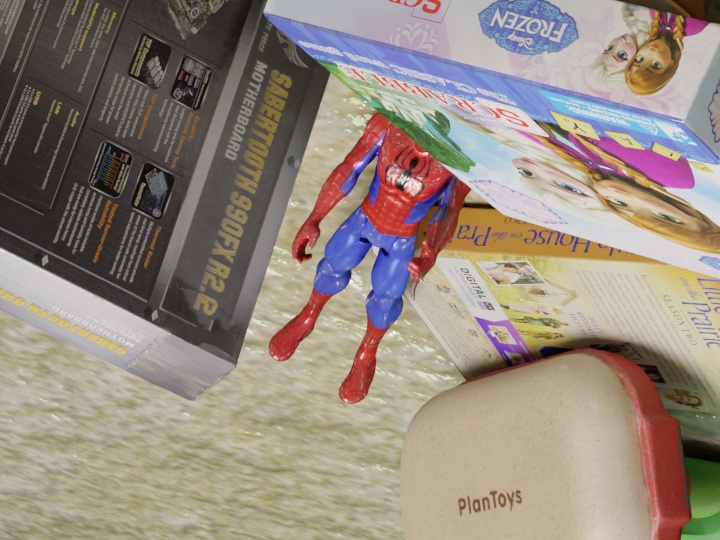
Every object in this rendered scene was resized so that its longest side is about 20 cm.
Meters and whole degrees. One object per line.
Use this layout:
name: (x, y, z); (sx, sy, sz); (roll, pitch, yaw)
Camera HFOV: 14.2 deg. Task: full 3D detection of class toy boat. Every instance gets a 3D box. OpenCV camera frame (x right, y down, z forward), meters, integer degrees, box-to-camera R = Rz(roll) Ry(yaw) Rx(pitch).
toy boat: (0.111, 0.113, 1.458); (0.130, 0.131, 0.200); (-1, 170, -35)

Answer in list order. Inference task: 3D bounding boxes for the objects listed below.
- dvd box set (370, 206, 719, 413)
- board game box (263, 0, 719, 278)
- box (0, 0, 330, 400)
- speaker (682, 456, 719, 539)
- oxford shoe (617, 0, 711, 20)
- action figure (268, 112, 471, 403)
dvd box set: (0.120, 0.020, 1.409); (0.199, 0.030, 0.146); (4, 150, 31)
board game box: (0.093, -0.054, 1.112); (0.199, 0.041, 0.199); (18, 169, 39)
box: (-0.100, -0.070, 1.191); (0.158, 0.201, 0.048); (27, 150, -18)
speaker: (0.141, 0.135, 1.559); (0.199, 0.089, 0.089); (9, 152, 21)
oxford shoe: (0.103, -0.105, 1.147); (0.071, 0.072, 0.200); (25, 170, -9)
action figure: (0.000, 0.000, 1.344); (0.065, 0.099, 0.200); (29, 135, 4)
